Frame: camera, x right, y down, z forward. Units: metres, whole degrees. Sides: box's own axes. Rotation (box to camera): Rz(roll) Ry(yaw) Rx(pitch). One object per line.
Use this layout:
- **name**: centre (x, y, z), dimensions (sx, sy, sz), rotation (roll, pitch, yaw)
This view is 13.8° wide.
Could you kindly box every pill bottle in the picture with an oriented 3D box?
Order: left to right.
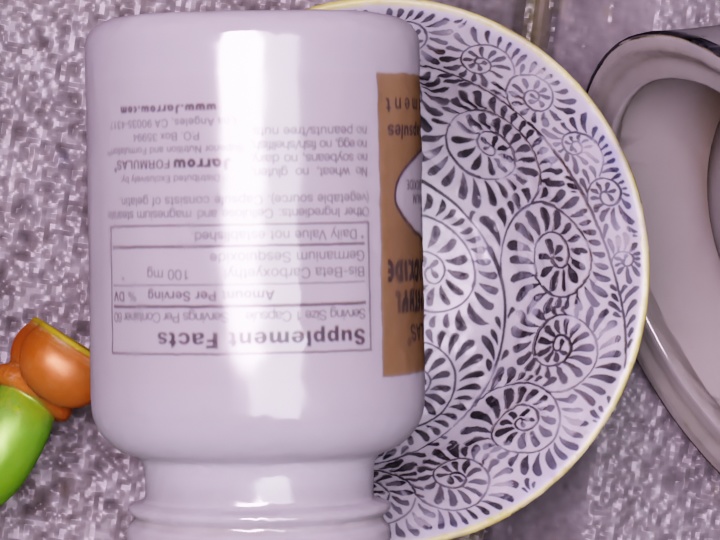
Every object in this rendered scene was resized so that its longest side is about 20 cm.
- **pill bottle**: centre (-0.035, 0.015, 1.001), dimensions (0.114, 0.114, 0.200), rotation (-1, 91, -15)

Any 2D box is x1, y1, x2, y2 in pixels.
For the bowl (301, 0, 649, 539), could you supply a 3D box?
- **bowl**: centre (0.000, 0.000, 1.118), dimensions (0.200, 0.094, 0.201), rotation (0, 91, -14)

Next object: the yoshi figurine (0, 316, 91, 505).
- **yoshi figurine**: centre (-0.180, 0.089, 1.044), dimensions (0.200, 0.112, 0.112), rotation (-53, 142, -1)

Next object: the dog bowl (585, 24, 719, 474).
- **dog bowl**: centre (0.167, -0.007, 1.114), dimensions (0.074, 0.200, 0.200), rotation (-23, 97, -22)
